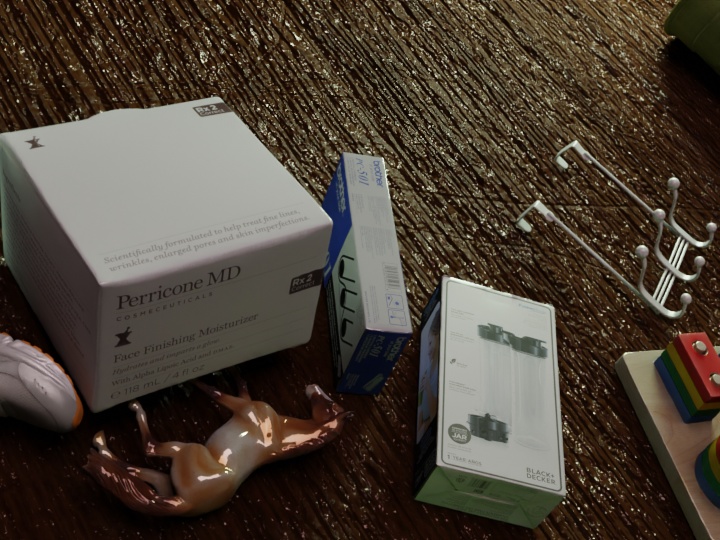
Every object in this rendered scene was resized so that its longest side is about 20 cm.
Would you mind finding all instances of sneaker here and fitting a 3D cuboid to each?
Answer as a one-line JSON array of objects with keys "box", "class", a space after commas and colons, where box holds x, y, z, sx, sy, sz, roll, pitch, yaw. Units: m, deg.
[{"box": [-0.300, 0.087, 0.729, 0.198, 0.076, 0.093, 21, 53, 6], "class": "sneaker"}]

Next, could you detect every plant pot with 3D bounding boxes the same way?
[{"box": [0.542, -0.307, 1.351, 0.198, 0.200, 0.192, -20, 74, -34], "class": "plant pot"}]

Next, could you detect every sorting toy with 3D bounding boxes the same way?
[{"box": [0.373, 0.146, 0.950, 0.197, 0.070, 0.201, -1, 52, -24], "class": "sorting toy"}]

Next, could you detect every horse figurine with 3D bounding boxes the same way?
[{"box": [-0.116, 0.131, 0.775, 0.132, 0.050, 0.199, 38, 45, 20], "class": "horse figurine"}]

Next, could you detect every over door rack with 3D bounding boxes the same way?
[{"box": [0.285, -0.056, 1.089, 0.199, 0.067, 0.148, 33, 46, 7], "class": "over door rack"}]

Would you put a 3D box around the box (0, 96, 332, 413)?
[{"box": [-0.160, -0.023, 0.810, 0.197, 0.132, 0.200, -16, 47, -32], "class": "box"}]

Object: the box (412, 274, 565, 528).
[{"box": [0.111, 0.110, 0.879, 0.115, 0.060, 0.202, 14, 48, -10], "class": "box"}]

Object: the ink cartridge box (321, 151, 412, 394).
[{"box": [0.000, 0.000, 0.904, 0.044, 0.094, 0.202, 6, 50, -17], "class": "ink cartridge box"}]
